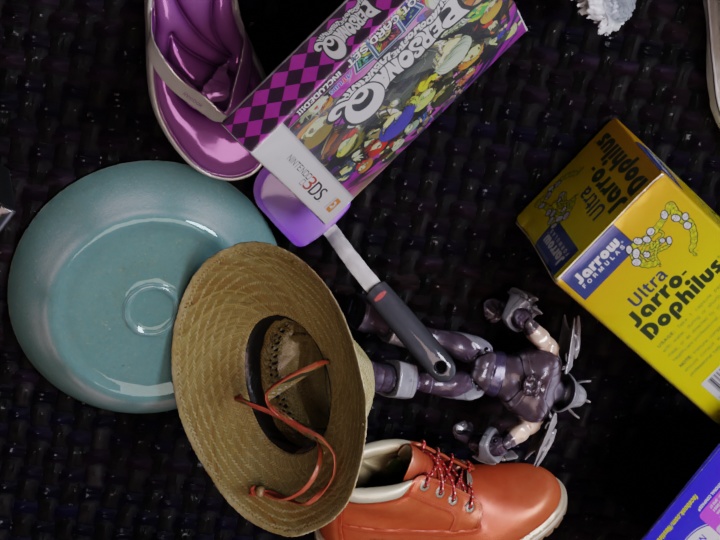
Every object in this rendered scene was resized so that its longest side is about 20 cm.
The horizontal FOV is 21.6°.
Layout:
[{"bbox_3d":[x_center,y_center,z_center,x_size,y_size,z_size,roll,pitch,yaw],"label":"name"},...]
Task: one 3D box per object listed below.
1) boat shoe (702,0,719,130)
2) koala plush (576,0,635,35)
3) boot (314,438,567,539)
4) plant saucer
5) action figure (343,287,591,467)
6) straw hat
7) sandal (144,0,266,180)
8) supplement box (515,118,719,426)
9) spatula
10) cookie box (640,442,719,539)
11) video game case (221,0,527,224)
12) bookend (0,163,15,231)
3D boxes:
[{"bbox_3d":[0.288,-0.153,1.342,0.070,0.070,0.201,-17,117,-5],"label":"boat shoe"},{"bbox_3d":[0.152,-0.253,1.218,0.177,0.184,0.200,-47,128,11],"label":"koala plush"},{"bbox_3d":[0.064,0.169,1.423,0.198,0.075,0.108,-8,137,-10],"label":"boot"},{"bbox_3d":[-0.150,0.021,1.341,0.198,0.036,0.202,-5,115,-11],"label":"plant saucer"},{"bbox_3d":[0.084,0.071,1.389,0.198,0.069,0.131,15,80,-19],"label":"action figure"},{"bbox_3d":[-0.038,0.077,1.305,0.085,0.200,0.203,-9,122,-46],"label":"straw hat"},{"bbox_3d":[-0.107,-0.147,1.263,0.082,0.050,0.204,-15,118,-6],"label":"sandal"},{"bbox_3d":[0.228,0.004,1.380,0.200,0.109,0.110,39,102,-26],"label":"supplement box"},{"bbox_3d":[0.000,0.000,1.333,0.056,0.021,0.200,-39,85,7],"label":"spatula"},{"bbox_3d":[0.291,0.182,1.433,0.075,0.200,0.172,41,104,17],"label":"cookie box"},{"bbox_3d":[0.015,-0.130,1.234,0.200,0.036,0.181,-44,161,1],"label":"video game case"},{"bbox_3d":[-0.291,-0.091,1.222,0.199,0.092,0.199,35,103,-26],"label":"bookend"}]
